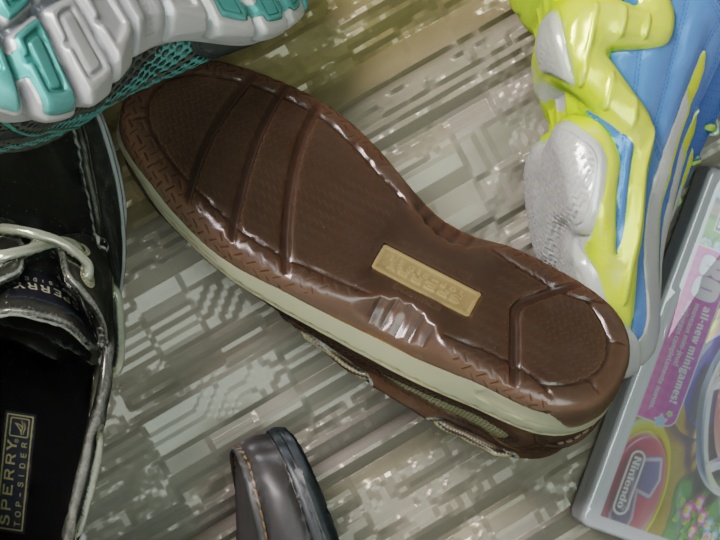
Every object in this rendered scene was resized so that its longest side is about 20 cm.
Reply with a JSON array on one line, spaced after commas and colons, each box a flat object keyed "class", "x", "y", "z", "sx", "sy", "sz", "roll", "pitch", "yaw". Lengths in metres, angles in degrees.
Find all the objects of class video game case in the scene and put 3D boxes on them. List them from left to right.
[{"class": "video game case", "x": 0.195, "y": 0.061, "z": 1.047, "sx": 0.199, "sy": 0.018, "sz": 0.144, "roll": 20, "pitch": 90, "yaw": -13}]

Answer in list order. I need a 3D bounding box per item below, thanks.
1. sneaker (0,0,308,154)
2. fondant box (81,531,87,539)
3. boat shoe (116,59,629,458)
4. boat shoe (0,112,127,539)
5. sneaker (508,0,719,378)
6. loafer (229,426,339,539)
[{"class": "sneaker", "x": -0.096, "y": -0.084, "z": 0.916, "sx": 0.200, "sy": 0.091, "sz": 0.078, "roll": -26, "pitch": 87, "yaw": -53}, {"class": "fondant box", "x": -0.190, "y": 0.167, "z": 0.954, "sx": 0.144, "sy": 0.058, "sz": 0.201, "roll": 14, "pitch": 93, "yaw": -14}, {"class": "boat shoe", "x": -0.003, "y": 0.005, "z": 0.971, "sx": 0.202, "sy": 0.075, "sz": 0.075, "roll": 36, "pitch": 63, "yaw": 9}, {"class": "boat shoe", "x": -0.109, "y": 0.014, "z": 0.925, "sx": 0.070, "sy": 0.064, "sz": 0.201, "roll": 4, "pitch": 71, "yaw": -17}, {"class": "sneaker", "x": 0.112, "y": -0.064, "z": 0.988, "sx": 0.105, "sy": 0.076, "sz": 0.201, "roll": -9, "pitch": 96, "yaw": -12}, {"class": "loafer", "x": -0.035, "y": 0.157, "z": 0.980, "sx": 0.072, "sy": 0.073, "sz": 0.201, "roll": -7, "pitch": 96, "yaw": -8}]
